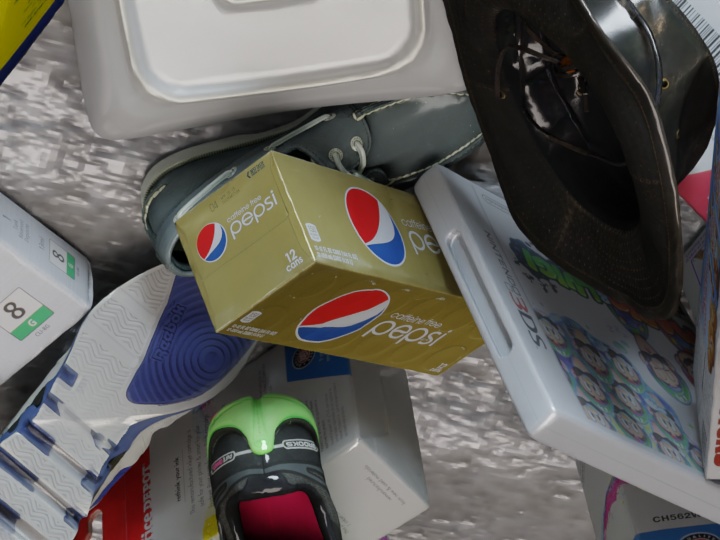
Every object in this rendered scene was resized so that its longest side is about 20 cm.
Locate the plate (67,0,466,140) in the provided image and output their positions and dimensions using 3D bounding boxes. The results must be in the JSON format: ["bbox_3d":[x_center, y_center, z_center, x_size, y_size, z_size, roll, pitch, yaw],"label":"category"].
[{"bbox_3d":[-0.046,-0.157,1.111,0.198,0.032,0.201,-8,121,-1],"label":"plate"}]

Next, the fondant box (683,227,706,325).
[{"bbox_3d":[0.258,0.061,1.232,0.144,0.201,0.058,22,120,-23],"label":"fondant box"}]

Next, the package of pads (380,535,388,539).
[{"bbox_3d":[-0.042,0.227,1.321,0.154,0.201,0.068,-19,136,7],"label":"package of pads"}]

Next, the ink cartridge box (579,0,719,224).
[{"bbox_3d":[0.224,-0.115,1.124,0.145,0.083,0.200,47,116,7],"label":"ink cartridge box"}]

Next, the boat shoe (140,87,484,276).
[{"bbox_3d":[-0.016,-0.048,1.197,0.199,0.062,0.073,-19,125,6],"label":"boat shoe"}]

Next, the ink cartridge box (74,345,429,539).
[{"bbox_3d":[-0.065,0.124,1.290,0.199,0.117,0.067,-34,124,18],"label":"ink cartridge box"}]

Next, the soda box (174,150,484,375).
[{"bbox_3d":[0.000,0.000,1.178,0.068,0.064,0.200,-35,155,25],"label":"soda box"}]

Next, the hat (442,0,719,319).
[{"bbox_3d":[0.117,-0.081,1.082,0.081,0.200,0.201,-30,131,-18],"label":"hat"}]

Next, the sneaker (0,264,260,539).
[{"bbox_3d":[-0.146,0.076,1.268,0.081,0.115,0.199,44,81,-7],"label":"sneaker"}]

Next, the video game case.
[{"bbox_3d":[0.127,0.044,1.192,0.199,0.183,0.024,26,118,-38],"label":"video game case"}]

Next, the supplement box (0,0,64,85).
[{"bbox_3d":[-0.176,-0.193,1.014,0.108,0.110,0.201,20,125,3],"label":"supplement box"}]

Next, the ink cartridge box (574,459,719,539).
[{"bbox_3d":[0.204,0.129,1.281,0.143,0.201,0.085,-5,126,-4],"label":"ink cartridge box"}]

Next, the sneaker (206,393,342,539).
[{"bbox_3d":[-0.039,0.158,1.193,0.076,0.084,0.201,-13,125,5],"label":"sneaker"}]

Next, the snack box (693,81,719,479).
[{"bbox_3d":[0.172,0.007,1.082,0.024,0.072,0.201,0,138,3],"label":"snack box"}]

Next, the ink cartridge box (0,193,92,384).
[{"bbox_3d":[-0.263,0.001,1.212,0.161,0.050,0.200,-38,126,20],"label":"ink cartridge box"}]
